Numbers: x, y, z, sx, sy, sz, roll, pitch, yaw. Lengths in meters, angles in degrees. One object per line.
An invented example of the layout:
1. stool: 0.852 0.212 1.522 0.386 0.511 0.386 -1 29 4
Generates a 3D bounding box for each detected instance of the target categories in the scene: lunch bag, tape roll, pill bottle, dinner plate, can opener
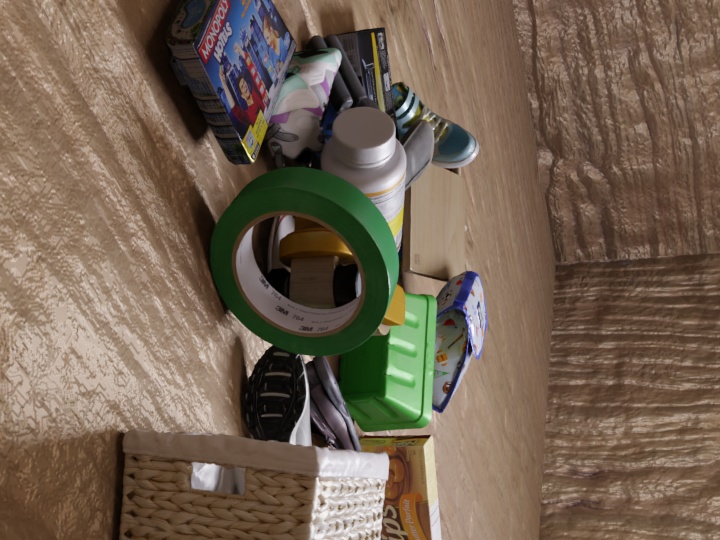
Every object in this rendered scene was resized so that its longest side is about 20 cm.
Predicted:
1. lunch bag: 0.155 0.116 1.500 0.170 0.122 0.204 -53 165 -64
2. tape roll: -0.059 -0.006 0.894 0.048 0.196 0.204 -61 143 -55
3. pill bottle: 0.003 -0.102 1.083 0.203 0.106 0.111 91 11 -48
4. dinner plate: -0.081 0.002 1.091 0.199 0.024 0.206 -2 90 -70
5. can opener: -0.010 -0.240 1.154 0.052 0.067 0.203 -11 65 -37

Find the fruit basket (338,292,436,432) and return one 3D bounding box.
1. fruit basket: 0.055 0.146 1.304 0.214 0.153 0.221 19 65 -50

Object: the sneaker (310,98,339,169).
1. sneaker: -0.023 -0.175 1.178 0.067 0.077 0.203 111 -5 -50

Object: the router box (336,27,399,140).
1. router box: 0.008 -0.271 1.338 0.157 0.051 0.205 -44 128 -65

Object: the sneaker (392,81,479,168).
1. sneaker: 0.104 -0.251 1.453 0.080 0.198 0.130 -56 143 -6

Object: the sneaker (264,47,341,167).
1. sneaker: -0.072 -0.195 1.084 0.200 0.076 0.143 -49 135 -50

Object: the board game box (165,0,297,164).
1. board game box: -0.147 -0.251 0.886 0.202 0.060 0.203 65 29 -44

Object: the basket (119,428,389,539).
1. basket: -0.093 0.235 0.777 0.200 0.193 0.165 30 63 -67

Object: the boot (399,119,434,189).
1. boot: 0.054 -0.129 1.357 0.201 0.071 0.185 -62 173 -60

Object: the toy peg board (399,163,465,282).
1. toy peg board: 0.104 -0.085 1.560 0.197 0.096 0.205 12 76 -54

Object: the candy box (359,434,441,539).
1. candy box: 0.059 0.356 1.297 0.055 0.113 0.205 -21 107 -68

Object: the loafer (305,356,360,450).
1. loafer: -0.049 0.187 1.128 0.202 0.062 0.073 72 -6 -46

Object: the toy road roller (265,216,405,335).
1. toy road roller: -0.026 -0.007 1.034 0.200 0.120 0.150 36 54 -65

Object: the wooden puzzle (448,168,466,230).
1. wooden puzzle: 0.171 -0.163 1.730 0.185 0.045 0.205 113 -27 -79

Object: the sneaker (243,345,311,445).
1. sneaker: -0.090 0.182 0.985 0.079 0.072 0.206 -34 126 -78
